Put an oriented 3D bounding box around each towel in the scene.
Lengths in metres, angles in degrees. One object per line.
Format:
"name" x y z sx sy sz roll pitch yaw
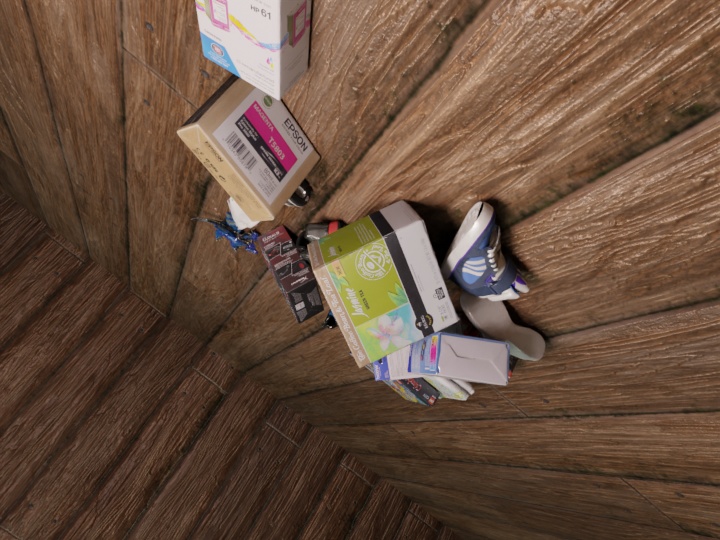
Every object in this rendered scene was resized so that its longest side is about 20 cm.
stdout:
"towel" 0.153 0.231 1.252 0.199 0.048 0.171 37 160 -7

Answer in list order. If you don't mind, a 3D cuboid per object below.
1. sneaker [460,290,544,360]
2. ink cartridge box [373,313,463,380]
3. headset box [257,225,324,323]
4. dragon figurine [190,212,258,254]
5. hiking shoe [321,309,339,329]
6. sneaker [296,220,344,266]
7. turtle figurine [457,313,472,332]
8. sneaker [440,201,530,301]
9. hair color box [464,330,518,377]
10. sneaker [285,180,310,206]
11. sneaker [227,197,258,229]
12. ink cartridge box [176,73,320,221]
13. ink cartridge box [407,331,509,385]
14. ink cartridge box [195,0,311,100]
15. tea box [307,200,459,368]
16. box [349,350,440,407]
"sneaker" 0.255 0.111 1.030 0.199 0.076 0.088 39 157 -13
"ink cartridge box" 0.121 0.163 1.130 0.196 0.042 0.121 -8 98 8
"headset box" -0.171 0.002 1.288 0.201 0.074 0.150 56 166 32
"dragon figurine" -0.343 -0.108 1.397 0.199 0.059 0.099 36 154 -4
"hiking shoe" -0.019 0.114 1.354 0.074 0.087 0.199 43 153 -18
"sneaker" -0.093 -0.044 1.171 0.096 0.072 0.201 6 152 -6
"turtle figurine" 0.137 0.132 1.189 0.160 0.065 0.200 36 144 -12
"sneaker" 0.222 -0.020 0.871 0.145 0.081 0.201 24 150 3
"hair color box" 0.248 0.195 1.205 0.101 0.062 0.200 39 153 -10
"sneaker" -0.197 -0.197 1.057 0.114 0.076 0.201 1 140 46
"sneaker" -0.259 -0.149 1.227 0.199 0.075 0.089 -8 120 56
"ink cartridge box" -0.182 -0.212 0.913 0.074 0.166 0.201 1 139 45
"ink cartridge box" 0.170 0.165 0.998 0.134 0.078 0.200 10 167 -10
"ink cartridge box" -0.145 -0.357 0.720 0.143 0.085 0.201 31 152 8
"tea box" 0.037 0.020 0.926 0.134 0.194 0.202 -114 -2 -67
"box" 0.079 0.244 1.276 0.199 0.038 0.136 41 161 -14
